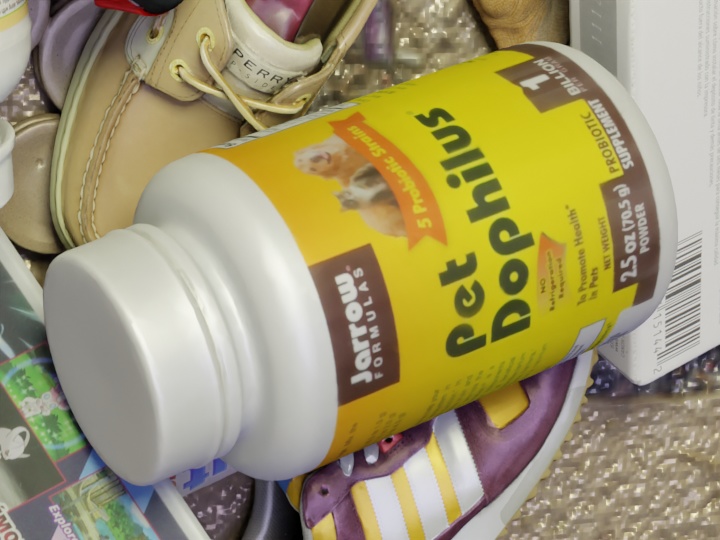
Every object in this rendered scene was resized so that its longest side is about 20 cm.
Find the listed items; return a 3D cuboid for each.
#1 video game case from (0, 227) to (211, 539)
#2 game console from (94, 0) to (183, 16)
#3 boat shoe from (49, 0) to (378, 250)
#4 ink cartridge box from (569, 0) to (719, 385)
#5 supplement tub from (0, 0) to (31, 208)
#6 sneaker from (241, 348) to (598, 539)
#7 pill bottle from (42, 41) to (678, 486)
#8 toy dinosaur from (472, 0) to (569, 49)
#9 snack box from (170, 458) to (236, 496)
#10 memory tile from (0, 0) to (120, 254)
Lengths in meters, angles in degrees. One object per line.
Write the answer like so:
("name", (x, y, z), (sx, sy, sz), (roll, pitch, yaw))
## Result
("video game case", (-0.152, 0.084, 0.729), (0.182, 0.023, 0.200), (-27, 71, -29))
("game console", (-0.083, -0.192, 0.694), (0.031, 0.177, 0.201), (2, 77, 19))
("boat shoe", (-0.041, -0.083, 0.790), (0.074, 0.066, 0.201), (26, 96, -26))
("ink cartridge box", (0.161, -0.074, 0.872), (0.176, 0.045, 0.201), (-24, 133, -22))
("supplement tub", (-0.177, -0.115, 0.699), (0.145, 0.145, 0.201), (-10, 108, -19))
("sneaker", (0.013, 0.068, 0.871), (0.090, 0.075, 0.201), (27, 94, -32))
("pill bottle", (0.000, 0.000, 0.763), (0.199, 0.109, 0.110), (-21, 113, -28))
("toy dinosaur", (0.064, -0.106, 0.860), (0.106, 0.060, 0.201), (-14, 105, 6))
("snack box", (-0.055, 0.039, 0.821), (0.199, 0.072, 0.024), (-23, 143, -24))
("memory tile", (-0.082, -0.100, 0.815), (0.153, 0.017, 0.201), (20, 98, -26))
